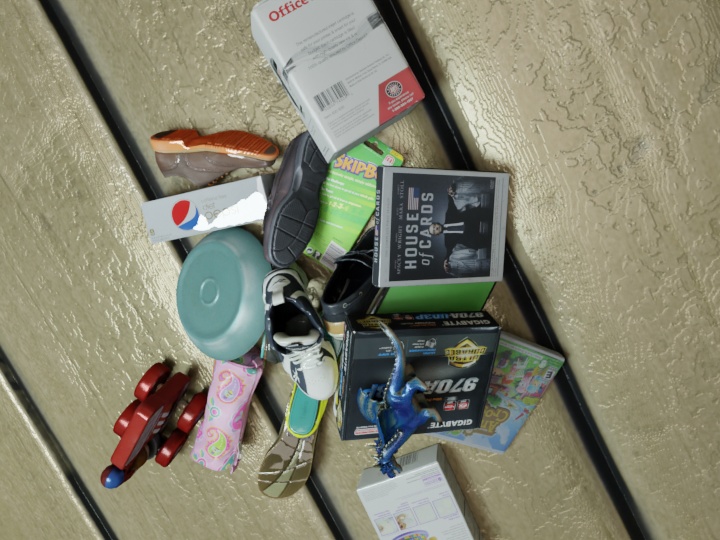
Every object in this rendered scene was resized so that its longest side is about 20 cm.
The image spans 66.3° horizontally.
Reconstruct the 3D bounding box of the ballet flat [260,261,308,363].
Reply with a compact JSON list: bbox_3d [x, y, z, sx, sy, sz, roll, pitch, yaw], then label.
[{"bbox_3d":[-0.113,0.040,0.838,0.067,0.068,0.204,3,99,-6],"label":"ballet flat"}]

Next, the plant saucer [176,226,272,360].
[{"bbox_3d":[-0.215,0.032,0.823,0.197,0.036,0.204,-4,82,33],"label":"plant saucer"}]

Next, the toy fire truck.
[{"bbox_3d":[-0.342,0.256,0.874,0.111,0.168,0.201,34,106,1],"label":"toy fire truck"}]

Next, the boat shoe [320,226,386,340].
[{"bbox_3d":[0.000,0.000,0.747,0.074,0.201,0.063,0,133,29],"label":"boat shoe"}]

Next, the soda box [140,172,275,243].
[{"bbox_3d":[-0.220,-0.094,0.825,0.197,0.068,0.065,-11,101,12],"label":"soda box"}]

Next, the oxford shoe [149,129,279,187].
[{"bbox_3d":[-0.211,-0.164,0.817,0.196,0.072,0.074,8,122,15],"label":"oxford shoe"}]

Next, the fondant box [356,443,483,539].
[{"bbox_3d":[0.100,0.399,0.884,0.142,0.058,0.203,-23,97,14],"label":"fondant box"}]

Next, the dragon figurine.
[{"bbox_3d":[0.034,0.162,0.647,0.098,0.059,0.202,-29,126,-10],"label":"dragon figurine"}]

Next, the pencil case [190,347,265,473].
[{"bbox_3d":[-0.210,0.221,0.883,0.086,0.087,0.203,17,103,6],"label":"pencil case"}]

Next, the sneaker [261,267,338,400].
[{"bbox_3d":[-0.079,0.103,0.732,0.078,0.130,0.203,-13,105,-1],"label":"sneaker"}]

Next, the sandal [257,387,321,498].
[{"bbox_3d":[-0.106,0.275,0.900,0.079,0.054,0.203,18,91,0],"label":"sandal"}]

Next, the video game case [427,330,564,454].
[{"bbox_3d":[0.175,0.171,0.794,0.198,0.022,0.184,21,107,-24],"label":"video game case"}]

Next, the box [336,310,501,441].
[{"bbox_3d":[0.071,0.134,0.710,0.196,0.046,0.162,0,113,-15],"label":"box"}]

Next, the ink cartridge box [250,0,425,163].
[{"bbox_3d":[-0.031,-0.269,0.722,0.146,0.083,0.202,-32,96,-8],"label":"ink cartridge box"}]

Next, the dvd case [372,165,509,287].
[{"bbox_3d":[0.109,-0.057,0.730,0.197,0.025,0.153,-2,99,-26],"label":"dvd case"}]

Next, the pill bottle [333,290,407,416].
[{"bbox_3d":[0.025,0.124,0.807,0.109,0.111,0.204,10,105,8],"label":"pill bottle"}]

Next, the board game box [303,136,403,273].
[{"bbox_3d":[-0.024,-0.104,0.809,0.095,0.030,0.202,33,109,2],"label":"board game box"}]

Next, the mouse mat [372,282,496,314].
[{"bbox_3d":[0.105,0.040,0.761,0.160,0.008,0.202,31,86,-26],"label":"mouse mat"}]

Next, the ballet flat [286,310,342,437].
[{"bbox_3d":[-0.066,0.154,0.848,0.066,0.067,0.203,16,80,7],"label":"ballet flat"}]

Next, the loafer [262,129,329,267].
[{"bbox_3d":[-0.096,-0.101,0.777,0.062,0.071,0.203,5,75,45],"label":"loafer"}]
